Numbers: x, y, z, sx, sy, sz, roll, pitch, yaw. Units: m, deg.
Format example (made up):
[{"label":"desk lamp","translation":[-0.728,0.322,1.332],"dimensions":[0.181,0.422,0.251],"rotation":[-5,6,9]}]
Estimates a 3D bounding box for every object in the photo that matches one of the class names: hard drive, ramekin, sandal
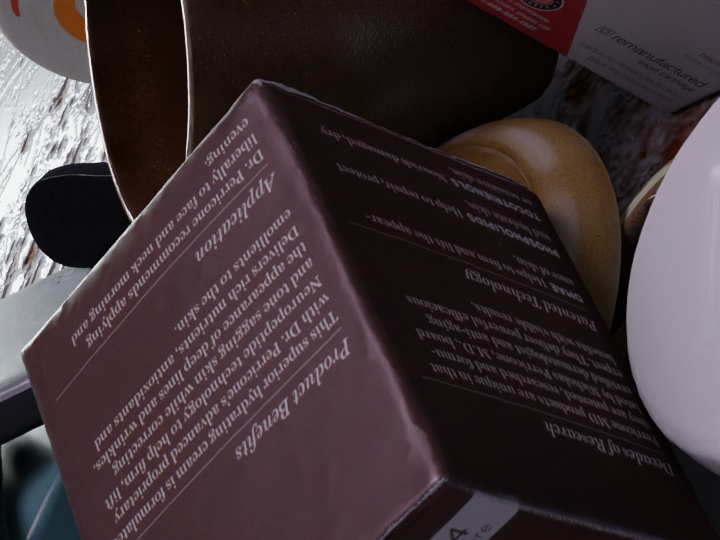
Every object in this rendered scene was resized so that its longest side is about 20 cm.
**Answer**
[{"label":"hard drive","translation":[-0.229,0.070,1.207],"dimensions":[0.199,0.033,0.140],"rotation":[-26,22,10]},{"label":"ramekin","translation":[0.190,0.002,0.817],"dimensions":[0.200,0.097,0.202],"rotation":[-39,38,38]},{"label":"sandal","translation":[-0.094,-0.034,1.181],"dimensions":[0.199,0.077,0.043],"rotation":[-14,20,26]}]

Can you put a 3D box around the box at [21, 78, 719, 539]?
[{"label":"box","translation":[0.000,0.069,0.838],"dimensions":[0.166,0.164,0.201],"rotation":[-45,48,25]}]

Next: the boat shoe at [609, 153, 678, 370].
[{"label":"boat shoe","translation":[0.111,0.022,0.982],"dimensions":[0.200,0.072,0.076],"rotation":[-48,8,27]}]

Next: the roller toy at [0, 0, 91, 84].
[{"label":"roller toy","translation":[-0.169,-0.222,1.507],"dimensions":[0.200,0.182,0.141],"rotation":[-39,38,37]}]

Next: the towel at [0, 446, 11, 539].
[{"label":"towel","translation":[-0.255,0.180,1.204],"dimensions":[0.200,0.022,0.147],"rotation":[-52,26,14]}]

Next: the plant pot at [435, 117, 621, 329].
[{"label":"plant pot","translation":[0.037,0.021,0.979],"dimensions":[0.200,0.027,0.201],"rotation":[-35,44,41]}]

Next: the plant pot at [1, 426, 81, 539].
[{"label":"plant pot","translation":[-0.144,0.138,1.227],"dimensions":[0.141,0.141,0.201],"rotation":[-1,64,58]}]

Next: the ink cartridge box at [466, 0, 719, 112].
[{"label":"ink cartridge box","translation":[0.156,-0.162,0.956],"dimensions":[0.200,0.144,0.084],"rotation":[-26,48,50]}]

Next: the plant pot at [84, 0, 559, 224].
[{"label":"plant pot","translation":[-0.013,-0.118,1.042],"dimensions":[0.187,0.198,0.189],"rotation":[173,90,-70]}]
